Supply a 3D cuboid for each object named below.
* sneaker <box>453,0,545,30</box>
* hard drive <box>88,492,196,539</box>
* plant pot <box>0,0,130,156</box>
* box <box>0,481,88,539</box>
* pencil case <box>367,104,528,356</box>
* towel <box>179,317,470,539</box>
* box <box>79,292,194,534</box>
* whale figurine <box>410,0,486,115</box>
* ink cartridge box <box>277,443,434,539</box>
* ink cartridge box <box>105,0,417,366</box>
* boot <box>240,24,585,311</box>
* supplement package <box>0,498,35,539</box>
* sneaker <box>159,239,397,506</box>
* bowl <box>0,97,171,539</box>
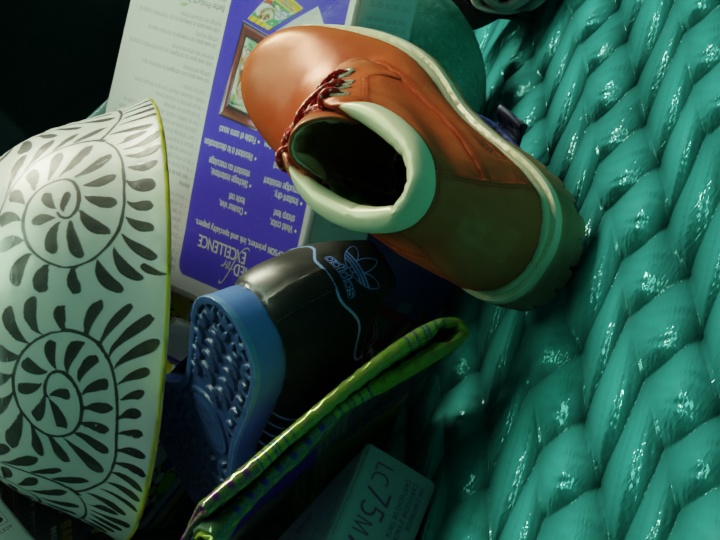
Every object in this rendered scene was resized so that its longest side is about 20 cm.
[{"bbox_3d":[0.071,-0.167,1.548,0.089,0.074,0.200,-63,9,-30],"label":"sneaker"},{"bbox_3d":[-0.117,0.092,1.559,0.200,0.139,0.033,-61,-23,-12],"label":"hard drive"},{"bbox_3d":[-0.224,-0.107,1.537,0.196,0.196,0.200,-47,-2,-30],"label":"plant pot"},{"bbox_3d":[-0.208,0.146,1.504,0.048,0.158,0.200,-22,-59,-41],"label":"box"},{"bbox_3d":[0.000,0.000,1.382,0.200,0.078,0.087,-54,39,29],"label":"pencil case"},{"bbox_3d":[-0.025,0.086,1.220,0.144,0.023,0.200,-39,-7,-19],"label":"towel"},{"bbox_3d":[-0.089,0.036,1.479,0.200,0.064,0.070,-57,-25,15],"label":"box"},{"bbox_3d":[0.024,-0.091,1.560,0.200,0.104,0.159,11,-88,-76],"label":"whale figurine"},{"bbox_3d":[-0.045,0.169,1.217,0.200,0.042,0.119,-46,14,45],"label":"ink cartridge box"},{"bbox_3d":[-0.061,-0.053,1.374,0.198,0.043,0.200,22,100,53],"label":"ink cartridge box"},{"bbox_3d":[-0.004,-0.059,1.202,0.200,0.107,0.075,37,103,45],"label":"boot"},{"bbox_3d":[-0.257,0.137,1.362,0.147,0.200,0.191,-34,-23,-20],"label":"supplement package"},{"bbox_3d":[-0.037,0.046,1.238,0.078,0.070,0.200,-25,-12,-21],"label":"sneaker"},{"bbox_3d":[-0.146,0.020,1.300,0.201,0.094,0.201,-177,90,-78],"label":"bowl"}]
